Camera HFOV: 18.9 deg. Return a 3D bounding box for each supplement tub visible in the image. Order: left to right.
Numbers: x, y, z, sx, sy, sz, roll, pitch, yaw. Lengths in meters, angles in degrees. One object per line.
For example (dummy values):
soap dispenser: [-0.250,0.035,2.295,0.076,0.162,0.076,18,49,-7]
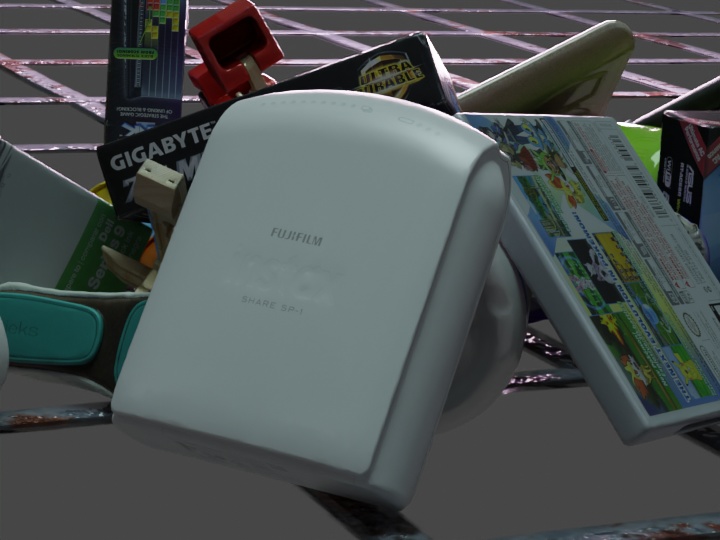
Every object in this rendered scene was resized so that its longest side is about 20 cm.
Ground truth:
supplement tub: [0.034,0.007,1.232,0.131,0.133,0.200,5,13,6]

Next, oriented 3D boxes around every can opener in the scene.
can opener: [0.235,-0.099,1.612,0.200,0.054,0.067,-28,-5,42]

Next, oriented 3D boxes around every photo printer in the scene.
photo printer: [-0.020,0.005,1.081,0.166,0.201,0.069,12,-17,28]

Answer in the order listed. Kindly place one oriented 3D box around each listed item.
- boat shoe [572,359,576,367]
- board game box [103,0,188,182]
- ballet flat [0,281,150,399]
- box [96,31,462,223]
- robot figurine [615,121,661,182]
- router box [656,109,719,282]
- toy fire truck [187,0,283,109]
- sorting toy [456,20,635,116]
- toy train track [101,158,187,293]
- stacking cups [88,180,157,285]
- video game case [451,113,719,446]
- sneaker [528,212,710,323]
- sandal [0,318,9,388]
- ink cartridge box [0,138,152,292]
boat shoe: [0.220,0.036,1.307,0.200,0.063,0.073,-1,14,-20]
board game box: [-0.154,-0.135,1.569,0.056,0.166,0.200,2,-9,-6]
ballet flat: [-0.123,0.045,1.192,0.199,0.070,0.069,11,15,28]
box: [-0.040,-0.078,1.290,0.198,0.050,0.200,-20,-3,6]
robot figurine: [0.174,-0.046,1.521,0.199,0.116,0.175,10,7,36]
router box: [0.285,-0.024,1.391,0.199,0.151,0.062,-2,14,-21]
toy fire truck: [-0.069,-0.106,1.570,0.049,0.201,0.141,-33,23,-9]
sorting toy: [0.105,-0.106,1.584,0.185,0.037,0.200,-27,-16,-8]
toy train track: [-0.105,0.006,1.195,0.114,0.033,0.200,25,-26,14]
stacking cups: [-0.127,-0.007,1.413,0.060,0.061,0.200,-3,17,-26]
video game case: [0.143,-0.001,1.199,0.022,0.201,0.182,-39,-19,29]
sneaker: [0.129,-0.004,1.373,0.199,0.070,0.099,-8,-3,23]
sandal: [-0.254,0.023,1.194,0.202,0.083,0.050,14,12,38]
ink cartridge box: [-0.246,-0.044,1.276,0.200,0.084,0.146,33,-9,-39]
